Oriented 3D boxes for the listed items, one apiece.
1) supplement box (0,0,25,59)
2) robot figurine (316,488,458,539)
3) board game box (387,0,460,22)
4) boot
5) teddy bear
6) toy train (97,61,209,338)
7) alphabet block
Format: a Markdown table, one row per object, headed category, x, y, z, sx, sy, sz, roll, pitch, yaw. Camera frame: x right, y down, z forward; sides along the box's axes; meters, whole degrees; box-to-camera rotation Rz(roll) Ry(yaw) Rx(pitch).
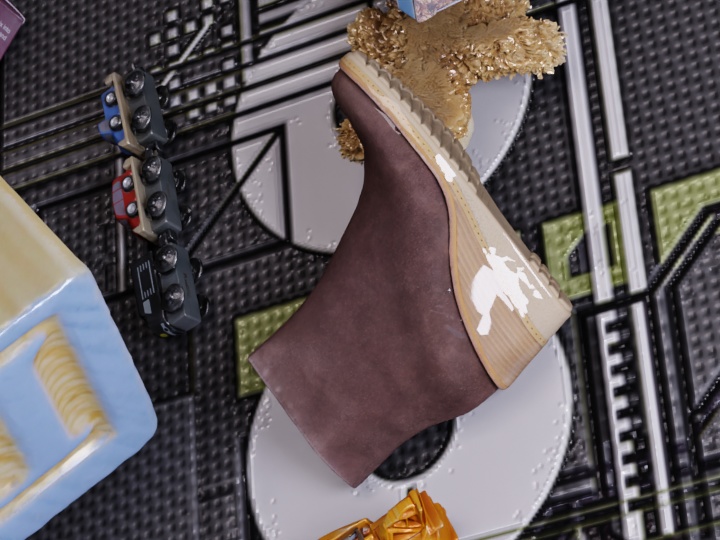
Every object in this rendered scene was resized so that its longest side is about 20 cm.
| category | x | y | z | sx | sy | sz | roll | pitch | yaw |
| --- | --- | --- | --- | --- | --- | --- | --- | --- | --- |
| supplement box | -0.340 | -0.124 | 1.705 | 0.131 | 0.103 | 0.200 | 23 | 78 | 37 |
| robot figurine | -0.023 | 0.211 | 1.370 | 0.200 | 0.058 | 0.145 | -37 | 51 | 7 |
| board game box | 0.038 | -0.254 | 1.513 | 0.159 | 0.097 | 0.200 | -28 | 40 | -20 |
| boot | 0.000 | 0.000 | 1.420 | 0.166 | 0.072 | 0.200 | -36 | 88 | 12 |
| teddy bear | 0.054 | -0.138 | 1.523 | 0.144 | 0.067 | 0.201 | -11 | 53 | 14 |
| toy train | -0.131 | -0.044 | 1.589 | 0.046 | 0.034 | 0.201 | -32 | 53 | 27 |
| alphabet block | -0.263 | 0.044 | 1.477 | 0.196 | 0.196 | 0.200 | -37 | 59 | -15 |
